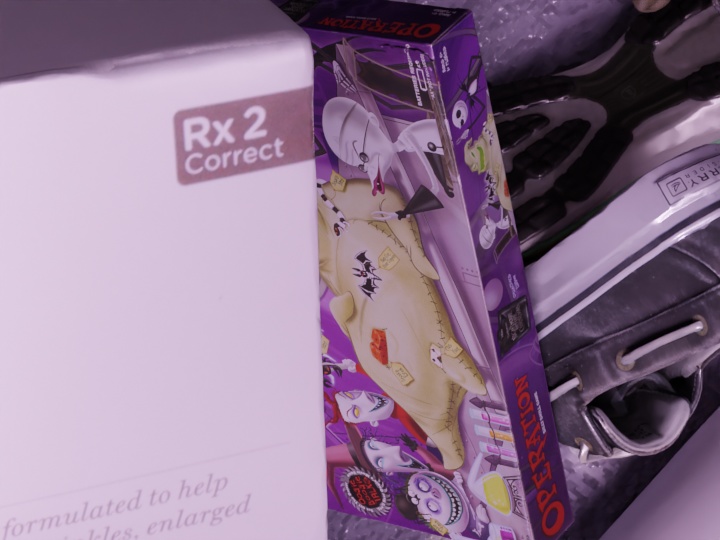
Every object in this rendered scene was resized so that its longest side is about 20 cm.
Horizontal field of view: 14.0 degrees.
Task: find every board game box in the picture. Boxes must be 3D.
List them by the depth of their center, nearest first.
[{"bbox_3d":[0.000,0.000,0.979,0.032,0.120,0.200,-40,129,-37],"label":"board game box"}]

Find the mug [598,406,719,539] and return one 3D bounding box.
[{"bbox_3d":[0.147,0.157,1.112,0.153,0.149,0.187,-40,118,7],"label":"mug"}]

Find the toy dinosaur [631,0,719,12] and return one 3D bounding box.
[{"bbox_3d":[0.167,-0.094,0.961,0.047,0.199,0.088,41,52,-51],"label":"toy dinosaur"}]

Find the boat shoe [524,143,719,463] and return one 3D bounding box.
[{"bbox_3d":[0.080,0.033,0.997,0.072,0.071,0.200,-20,164,-28],"label":"boat shoe"}]

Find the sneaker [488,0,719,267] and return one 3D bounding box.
[{"bbox_3d":[0.088,-0.027,1.037,0.200,0.077,0.089,-27,136,-6],"label":"sneaker"}]

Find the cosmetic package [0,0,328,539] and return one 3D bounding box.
[{"bbox_3d":[-0.121,-0.015,0.861,0.164,0.200,0.165,-12,119,-19],"label":"cosmetic package"}]
